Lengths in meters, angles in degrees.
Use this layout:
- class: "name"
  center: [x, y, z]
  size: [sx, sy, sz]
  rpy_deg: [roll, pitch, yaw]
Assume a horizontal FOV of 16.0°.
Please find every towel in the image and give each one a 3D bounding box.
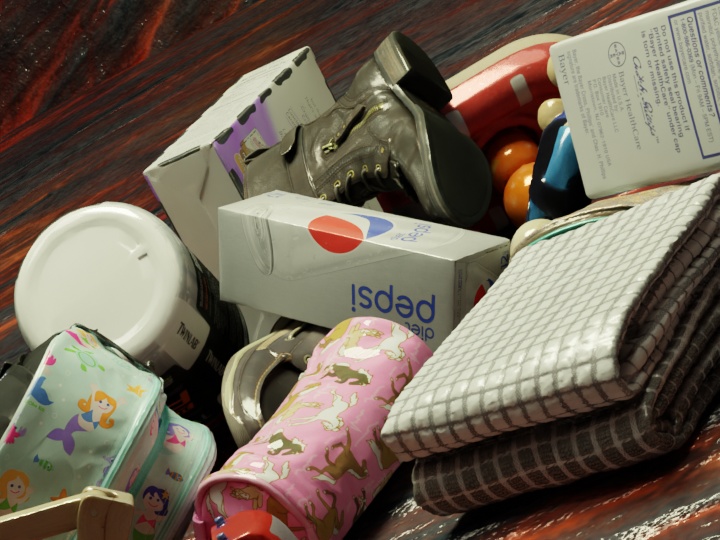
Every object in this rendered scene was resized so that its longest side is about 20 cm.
- class: "towel"
  center: [0.123, 0.046, 1.401]
  size: [0.165, 0.086, 0.200]
  rpy_deg: [-21, 18, 38]

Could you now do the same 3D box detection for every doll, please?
- class: "doll"
  center: [0.131, -0.058, 1.678]
  size: [0.048, 0.137, 0.201]
  rpy_deg: [10, 37, 4]

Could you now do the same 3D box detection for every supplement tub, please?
- class: "supplement tub"
  center: [-0.148, 0.041, 1.739]
  size: [0.122, 0.123, 0.200]
  rpy_deg: [-29, -23, 4]

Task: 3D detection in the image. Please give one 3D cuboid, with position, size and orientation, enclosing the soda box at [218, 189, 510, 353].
- class: "soda box"
  center: [0.000, 0.000, 1.667]
  size: [0.199, 0.069, 0.063]
  rpy_deg: [14, 21, 36]

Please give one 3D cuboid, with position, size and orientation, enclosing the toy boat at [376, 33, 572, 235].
- class: "toy boat"
  center: [0.114, -0.074, 1.826]
  size: [0.199, 0.131, 0.131]
  rpy_deg: [-31, 44, -2]

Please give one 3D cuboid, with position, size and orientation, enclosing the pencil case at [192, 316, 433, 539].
- class: "pencil case"
  center: [-0.024, 0.106, 1.492]
  size: [0.086, 0.083, 0.200]
  rpy_deg: [-38, 7, 36]

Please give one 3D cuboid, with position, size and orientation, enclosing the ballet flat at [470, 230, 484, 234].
- class: "ballet flat"
  center: [0.045, -0.003, 1.780]
  size: [0.064, 0.076, 0.200]
  rpy_deg: [-25, 20, -22]

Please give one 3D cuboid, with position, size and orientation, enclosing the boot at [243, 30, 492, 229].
- class: "boot"
  center: [-0.004, -0.054, 1.765]
  size: [0.174, 0.069, 0.201]
  rpy_deg: [-41, 39, 20]

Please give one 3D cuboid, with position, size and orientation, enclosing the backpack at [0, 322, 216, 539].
- class: "backpack"
  center: [-0.172, 0.126, 1.484]
  size: [0.178, 0.150, 0.200]
  rpy_deg: [-61, 0, -5]

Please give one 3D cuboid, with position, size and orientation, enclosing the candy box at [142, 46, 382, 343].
- class: "candy box"
  center: [-0.061, -0.053, 1.949]
  size: [0.071, 0.169, 0.200]
  rpy_deg: [-21, 16, 29]

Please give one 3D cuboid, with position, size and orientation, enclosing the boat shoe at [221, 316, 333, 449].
- class: "boat shoe"
  center: [-0.033, 0.065, 1.673]
  size: [0.073, 0.075, 0.200]
  rpy_deg: [-24, 16, 23]

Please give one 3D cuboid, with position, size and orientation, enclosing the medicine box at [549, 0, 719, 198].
- class: "medicine box"
  center: [0.254, -0.124, 1.582]
  size: [0.181, 0.104, 0.199]
  rpy_deg: [-16, 3, -38]

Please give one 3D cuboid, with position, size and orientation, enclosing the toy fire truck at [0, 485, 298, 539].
- class: "toy fire truck"
  center: [-0.135, 0.168, 1.369]
  size: [0.199, 0.142, 0.049]
  rpy_deg: [-30, 14, 1]

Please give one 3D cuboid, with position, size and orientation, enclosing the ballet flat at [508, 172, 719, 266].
- class: "ballet flat"
  center: [0.189, -0.022, 1.557]
  size: [0.199, 0.069, 0.067]
  rpy_deg: [-13, 15, 23]
